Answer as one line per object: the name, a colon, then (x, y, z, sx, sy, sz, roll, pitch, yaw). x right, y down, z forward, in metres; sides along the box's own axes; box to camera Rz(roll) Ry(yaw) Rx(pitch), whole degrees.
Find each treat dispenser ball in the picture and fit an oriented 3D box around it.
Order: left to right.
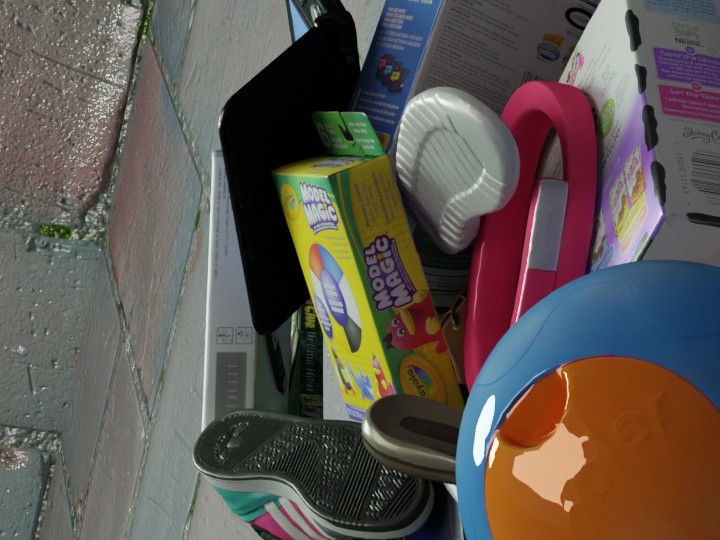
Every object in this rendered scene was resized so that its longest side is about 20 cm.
treat dispenser ball: (0.145, 0.096, 1.157, 0.201, 0.199, 0.202, -171, 90, -75)

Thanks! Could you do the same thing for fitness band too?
fitness band: (0.100, -0.013, 1.447, 0.144, 0.037, 0.201, -126, 45, -75)

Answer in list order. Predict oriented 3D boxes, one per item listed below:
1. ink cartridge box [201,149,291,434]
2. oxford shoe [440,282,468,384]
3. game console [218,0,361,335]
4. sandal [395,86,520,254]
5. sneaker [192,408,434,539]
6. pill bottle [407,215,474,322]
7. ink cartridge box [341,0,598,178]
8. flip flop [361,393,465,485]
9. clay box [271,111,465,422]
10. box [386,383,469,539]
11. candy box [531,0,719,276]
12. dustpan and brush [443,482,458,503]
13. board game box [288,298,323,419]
ink cartridge box: (-0.069, 0.025, 1.746, 0.174, 0.043, 0.202, 26, -115, -74)
oxford shoe: (0.089, 0.031, 1.664, 0.071, 0.071, 0.201, 167, 113, -76)
game console: (-0.056, -0.093, 1.653, 0.176, 0.116, 0.201, -119, 17, -47)
sandal: (0.062, -0.070, 1.442, 0.050, 0.083, 0.203, -40, -4, -17)
sneaker: (-0.012, 0.162, 1.599, 0.199, 0.121, 0.084, 13, 60, 44)
pill bottle: (0.042, -0.027, 1.781, 0.116, 0.115, 0.201, -110, 33, -61)
ink cartridge box: (0.078, -0.135, 1.612, 0.076, 0.136, 0.201, 22, 92, 55)
flip flop: (0.095, 0.093, 1.378, 0.081, 0.199, 0.058, -35, -47, -58)
clay box: (0.000, 0.000, 1.539, 0.115, 0.047, 0.201, 8, 118, 70)
box: (0.075, 0.194, 1.546, 0.201, 0.078, 0.142, -96, 23, -45)
candy box: (0.165, -0.051, 1.421, 0.168, 0.071, 0.201, 115, 158, -48)
dustpan and brush: (0.091, 0.163, 1.396, 0.140, 0.057, 0.201, 60, -172, -54)
board game box: (-0.049, 0.096, 1.812, 0.200, 0.023, 0.105, -91, 18, -56)
